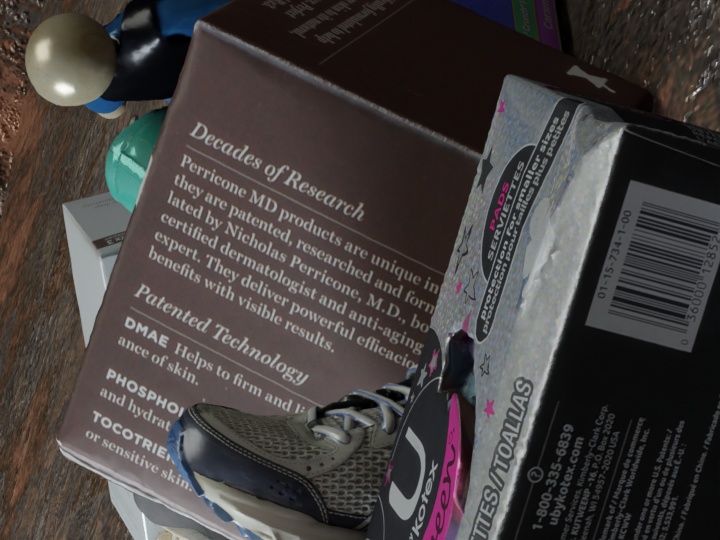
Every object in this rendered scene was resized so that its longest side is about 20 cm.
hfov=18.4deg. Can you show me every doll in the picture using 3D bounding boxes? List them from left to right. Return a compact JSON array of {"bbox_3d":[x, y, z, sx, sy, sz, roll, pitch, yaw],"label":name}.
[{"bbox_3d":[-0.077,-0.106,1.013,0.136,0.199,0.049,-27,88,39],"label":"doll"}]

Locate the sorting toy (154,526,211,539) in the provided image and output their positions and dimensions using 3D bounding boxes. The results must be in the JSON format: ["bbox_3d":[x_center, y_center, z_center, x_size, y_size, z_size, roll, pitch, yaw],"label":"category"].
[{"bbox_3d":[-0.059,0.244,1.156,0.180,0.106,0.202,-173,96,-68],"label":"sorting toy"}]

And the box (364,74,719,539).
[{"bbox_3d":[0.089,0.052,0.730,0.115,0.131,0.202,-141,66,-70],"label":"box"}]

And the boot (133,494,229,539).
[{"bbox_3d":[-0.055,0.155,1.085,0.199,0.069,0.133,-6,69,49],"label":"boot"}]

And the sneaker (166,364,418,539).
[{"bbox_3d":[0.026,0.063,0.812,0.077,0.198,0.086,49,124,62],"label":"sneaker"}]

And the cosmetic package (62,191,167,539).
[{"bbox_3d":[-0.093,0.051,1.243,0.081,0.112,0.202,-136,37,-58],"label":"cosmetic package"}]

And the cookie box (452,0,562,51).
[{"bbox_3d":[0.030,-0.083,1.147,0.172,0.075,0.201,-92,21,-45],"label":"cookie box"}]

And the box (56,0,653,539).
[{"bbox_3d":[0.000,0.000,0.931,0.201,0.163,0.166,-69,-11,23],"label":"box"}]

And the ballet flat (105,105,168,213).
[{"bbox_3d":[-0.074,-0.060,1.087,0.068,0.070,0.200,-61,-8,12],"label":"ballet flat"}]

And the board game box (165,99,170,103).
[{"bbox_3d":[-0.024,-0.191,1.232,0.196,0.056,0.200,-46,-3,-26],"label":"board game box"}]
